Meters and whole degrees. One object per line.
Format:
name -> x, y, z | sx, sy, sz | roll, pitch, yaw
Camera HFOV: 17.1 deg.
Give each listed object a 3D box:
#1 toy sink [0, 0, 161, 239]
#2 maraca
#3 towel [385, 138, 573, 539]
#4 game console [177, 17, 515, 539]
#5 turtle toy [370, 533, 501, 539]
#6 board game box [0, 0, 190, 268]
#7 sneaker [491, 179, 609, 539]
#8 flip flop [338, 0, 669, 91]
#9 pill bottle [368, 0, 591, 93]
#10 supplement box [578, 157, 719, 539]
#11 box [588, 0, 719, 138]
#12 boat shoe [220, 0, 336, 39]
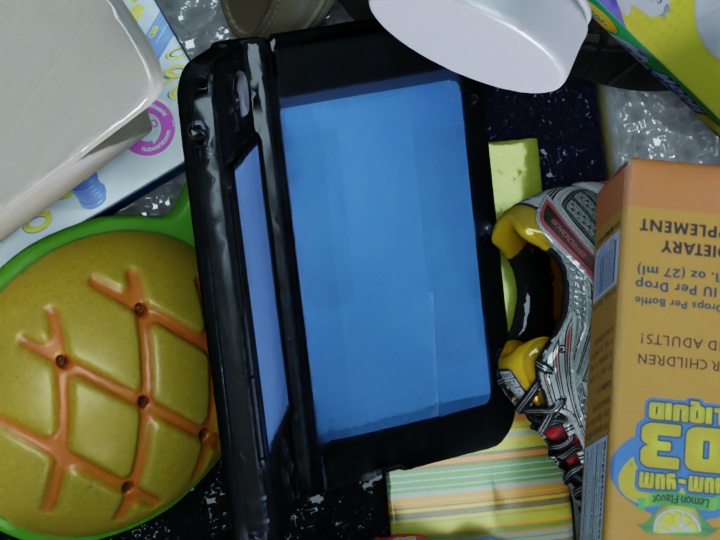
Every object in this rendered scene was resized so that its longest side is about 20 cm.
toy sink -> -0.169, -0.078, 0.959 | 0.199, 0.112, 0.131 | -35, 90, 20
maraca -> -0.098, 0.036, 1.054 | 0.199, 0.107, 0.138 | -35, 116, -20
towel -> 0.049, 0.043, 1.103 | 0.085, 0.018, 0.202 | -5, 89, -6
game console -> 0.000, 0.000, 0.999 | 0.115, 0.176, 0.202 | -6, 99, 5
turtle toy -> 0.007, 0.165, 1.022 | 0.145, 0.199, 0.102 | -33, 66, 29
board game box -> -0.189, -0.094, 1.074 | 0.199, 0.056, 0.197 | -31, 91, -2
sneaker -> 0.097, 0.061, 1.067 | 0.082, 0.078, 0.202 | -3, 81, -25
flip flop -> 0.073, -0.135, 1.083 | 0.198, 0.058, 0.081 | 11, 126, -10
pill bottle -> 0.077, -0.176, 0.918 | 0.110, 0.111, 0.201 | 23, 78, -2
supplement box -> 0.130, 0.059, 0.998 | 0.066, 0.069, 0.202 | 5, 81, -5
box -> 0.167, -0.127, 1.036 | 0.118, 0.048, 0.200 | -52, 135, 4
boat shoe -> -0.041, -0.162, 1.015 | 0.065, 0.200, 0.072 | -21, 66, -25
